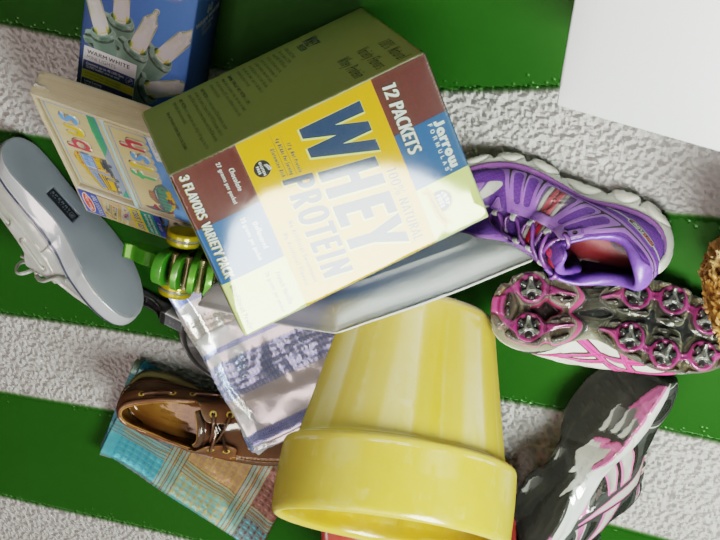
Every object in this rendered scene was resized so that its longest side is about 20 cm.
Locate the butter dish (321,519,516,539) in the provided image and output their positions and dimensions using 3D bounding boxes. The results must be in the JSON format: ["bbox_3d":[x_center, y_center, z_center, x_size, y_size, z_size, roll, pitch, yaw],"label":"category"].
[{"bbox_3d":[0.034,0.261,1.516,0.197,0.148,0.202,11,124,20],"label":"butter dish"}]

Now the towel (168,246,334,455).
[{"bbox_3d":[-0.081,0.058,1.489,0.146,0.024,0.201,-24,106,13],"label":"towel"}]

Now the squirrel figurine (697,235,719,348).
[{"bbox_3d":[0.318,0.059,1.211,0.199,0.187,0.142,37,130,1],"label":"squirrel figurine"}]

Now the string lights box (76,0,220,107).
[{"bbox_3d":[-0.175,-0.207,1.374,0.102,0.059,0.201,21,128,10],"label":"string lights box"}]

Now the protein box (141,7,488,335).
[{"bbox_3d":[-0.040,-0.081,1.249,0.198,0.199,0.136,-26,112,-4],"label":"protein box"}]

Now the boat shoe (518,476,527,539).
[{"bbox_3d":[0.177,0.276,1.508,0.064,0.071,0.202,-3,116,6],"label":"boat shoe"}]

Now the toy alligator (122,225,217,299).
[{"bbox_3d":[-0.113,0.008,1.435,0.198,0.054,0.060,13,109,-1],"label":"toy alligator"}]

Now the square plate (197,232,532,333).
[{"bbox_3d":[0.000,0.000,1.297,0.199,0.197,0.029,8,112,53],"label":"square plate"}]

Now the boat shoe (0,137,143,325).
[{"bbox_3d":[-0.290,-0.022,1.546,0.086,0.075,0.202,-34,99,38],"label":"boat shoe"}]

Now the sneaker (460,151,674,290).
[{"bbox_3d":[0.147,-0.035,1.307,0.198,0.084,0.081,14,125,20],"label":"sneaker"}]

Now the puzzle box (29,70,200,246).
[{"bbox_3d":[-0.201,-0.090,1.427,0.132,0.026,0.201,19,156,16],"label":"puzzle box"}]

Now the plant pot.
[{"bbox_3d":[0.037,0.125,1.378,0.198,0.191,0.201,8,164,2],"label":"plant pot"}]

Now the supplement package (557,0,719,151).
[{"bbox_3d":[0.236,-0.202,1.134,0.154,0.111,0.202,18,126,16],"label":"supplement package"}]

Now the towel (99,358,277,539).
[{"bbox_3d":[-0.162,0.186,1.650,0.199,0.022,0.147,32,130,5],"label":"towel"}]

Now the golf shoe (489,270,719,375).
[{"bbox_3d":[0.205,0.045,1.349,0.198,0.073,0.092,10,168,7],"label":"golf shoe"}]

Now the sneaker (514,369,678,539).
[{"bbox_3d":[0.213,0.159,1.414,0.086,0.081,0.201,14,124,-35],"label":"sneaker"}]

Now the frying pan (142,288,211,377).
[{"bbox_3d":[-0.154,0.040,1.549,0.189,0.031,0.115,38,129,-3],"label":"frying pan"}]

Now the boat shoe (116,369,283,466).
[{"bbox_3d":[-0.138,0.150,1.567,0.198,0.068,0.073,13,107,9],"label":"boat shoe"}]
